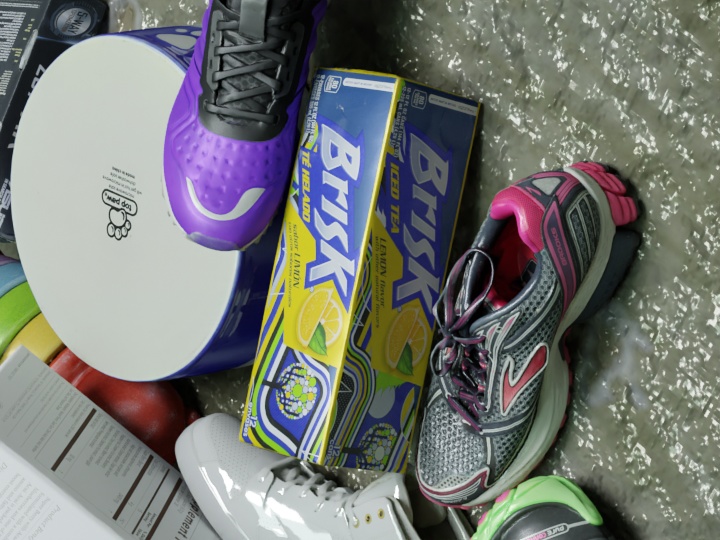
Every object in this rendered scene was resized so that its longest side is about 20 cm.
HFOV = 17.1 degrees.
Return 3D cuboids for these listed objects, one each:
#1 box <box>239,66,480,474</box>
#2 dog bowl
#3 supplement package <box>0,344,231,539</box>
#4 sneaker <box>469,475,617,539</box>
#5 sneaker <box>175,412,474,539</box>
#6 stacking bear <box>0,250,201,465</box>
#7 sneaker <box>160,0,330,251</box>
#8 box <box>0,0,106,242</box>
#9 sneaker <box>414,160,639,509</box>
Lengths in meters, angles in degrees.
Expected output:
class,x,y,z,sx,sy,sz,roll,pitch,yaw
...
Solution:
class,x,y,z,sx,sy,sz,roll,pitch,yaw
box,0.000,0.000,1.236,0.064,0.070,0.201,11,90,43
dog bowl,-0.109,-0.039,1.360,0.200,0.079,0.201,9,102,43
supplement package,-0.158,0.162,1.315,0.200,0.120,0.121,40,107,-5
sneaker,0.080,0.204,1.218,0.084,0.077,0.201,36,122,39
sneaker,-0.009,0.128,1.302,0.200,0.074,0.116,46,125,17
stacking bear,-0.189,0.066,1.446,0.200,0.121,0.114,30,125,27
sneaker,-0.058,-0.113,1.228,0.100,0.069,0.201,103,179,-71
box,-0.261,-0.107,1.477,0.200,0.043,0.161,8,74,43
sneaker,0.066,0.033,1.205,0.081,0.075,0.200,39,122,34
